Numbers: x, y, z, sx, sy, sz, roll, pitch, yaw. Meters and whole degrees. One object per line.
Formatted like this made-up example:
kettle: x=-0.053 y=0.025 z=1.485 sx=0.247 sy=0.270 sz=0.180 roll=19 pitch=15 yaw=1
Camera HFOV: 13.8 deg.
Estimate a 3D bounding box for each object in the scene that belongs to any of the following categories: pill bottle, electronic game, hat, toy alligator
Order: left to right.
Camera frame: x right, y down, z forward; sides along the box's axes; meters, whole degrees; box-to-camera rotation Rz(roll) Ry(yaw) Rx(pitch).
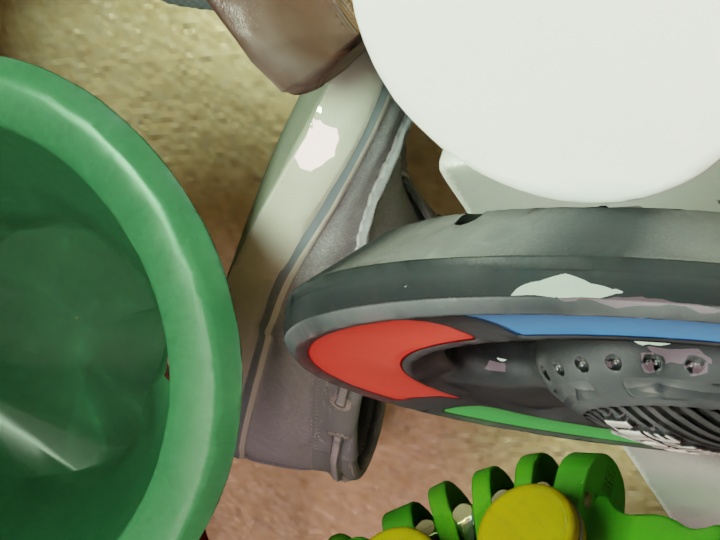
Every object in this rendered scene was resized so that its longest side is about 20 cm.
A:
hat: x=-0.078 y=0.020 z=0.896 sx=0.165 sy=0.176 sz=0.200 roll=35 pitch=114 yaw=15
toy alligator: x=0.014 y=0.092 z=0.870 sx=0.199 sy=0.054 sz=0.059 roll=-20 pitch=143 yaw=19
pill bottle: x=0.076 y=-0.106 z=0.686 sx=0.113 sy=0.200 sz=0.113 roll=12 pitch=125 yaw=18
electronic game: x=0.081 y=0.022 z=0.703 sx=0.199 sy=0.200 sz=0.042 roll=1 pitch=78 yaw=26

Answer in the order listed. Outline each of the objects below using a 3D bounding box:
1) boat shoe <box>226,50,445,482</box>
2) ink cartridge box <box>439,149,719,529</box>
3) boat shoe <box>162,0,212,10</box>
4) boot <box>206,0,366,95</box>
boat shoe: x=0.000 y=0.001 z=0.874 sx=0.071 sy=0.070 sz=0.201 roll=20 pitch=148 yaw=0
ink cartridge box: x=0.141 y=0.010 z=0.793 sx=0.176 sy=0.045 sz=0.200 roll=-5 pitch=141 yaw=30
boat shoe: x=0.036 y=-0.098 z=0.797 sx=0.199 sy=0.074 sz=0.067 roll=7 pitch=88 yaw=8
boot: x=-0.027 y=-0.164 z=0.735 sx=0.200 sy=0.064 sz=0.187 roll=53 pitch=139 yaw=21
